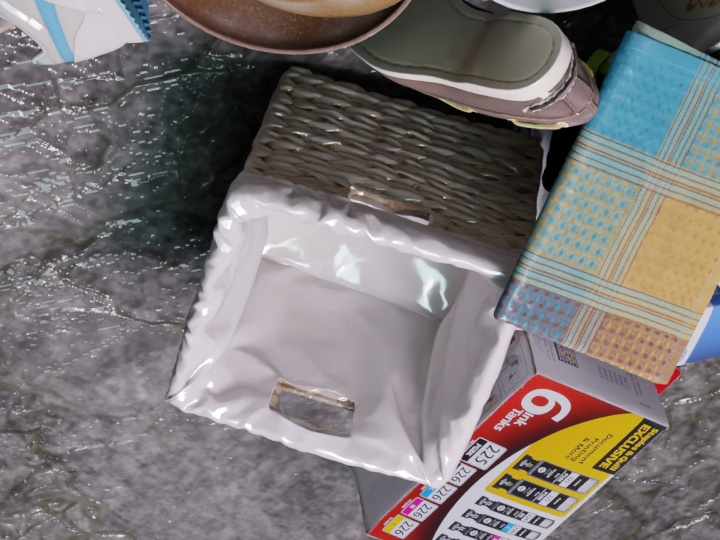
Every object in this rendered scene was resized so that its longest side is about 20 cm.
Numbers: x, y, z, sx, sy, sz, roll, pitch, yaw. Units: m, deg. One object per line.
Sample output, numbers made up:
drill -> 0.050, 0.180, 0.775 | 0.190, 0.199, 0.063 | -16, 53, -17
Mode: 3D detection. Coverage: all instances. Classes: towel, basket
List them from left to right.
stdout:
basket -> 0.000, 0.000, 1.713 | 0.198, 0.161, 0.200 | 17, 131, -3
towel -> 0.177, -0.039, 1.617 | 0.147, 0.022, 0.200 | 22, 99, -31

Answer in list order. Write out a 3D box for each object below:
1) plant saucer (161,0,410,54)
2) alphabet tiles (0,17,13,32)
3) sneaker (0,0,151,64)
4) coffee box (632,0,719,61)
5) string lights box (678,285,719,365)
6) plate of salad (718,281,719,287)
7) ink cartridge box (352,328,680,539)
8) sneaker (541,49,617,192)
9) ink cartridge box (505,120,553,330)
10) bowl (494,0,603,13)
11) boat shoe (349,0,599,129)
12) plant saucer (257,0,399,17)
plant saucer -> -0.051, -0.220, 1.563 | 0.200, 0.037, 0.200 | 9, 130, 11
alphabet tiles -> -0.241, -0.222, 1.577 | 0.166, 0.006, 0.200 | -28, 134, 14
sneaker -> -0.199, -0.196, 1.557 | 0.081, 0.077, 0.200 | -19, 133, 14
coffee box -> 0.277, -0.182, 1.654 | 0.200, 0.114, 0.080 | -28, 134, 16
string lights box -> 0.259, -0.001, 1.796 | 0.200, 0.103, 0.059 | -11, 139, -32
plate of salad -> 0.277, -0.044, 1.745 | 0.200, 0.200, 0.048 | 18, 151, -27
ink cartridge box -> 0.124, 0.132, 1.956 | 0.176, 0.084, 0.200 | 22, 127, -32
sneaker -> 0.139, -0.053, 1.697 | 0.083, 0.072, 0.200 | -16, 124, -43
ink cartridge box -> 0.141, -0.043, 1.810 | 0.109, 0.050, 0.200 | 3, 135, -15
bowl -> 0.113, -0.257, 1.541 | 0.201, 0.090, 0.201 | -17, 129, -23
boat shoe -> 0.065, -0.132, 1.615 | 0.060, 0.200, 0.072 | 41, 77, -41
plant saucer -> -0.045, -0.222, 1.490 | 0.200, 0.035, 0.200 | 16, 131, 19
